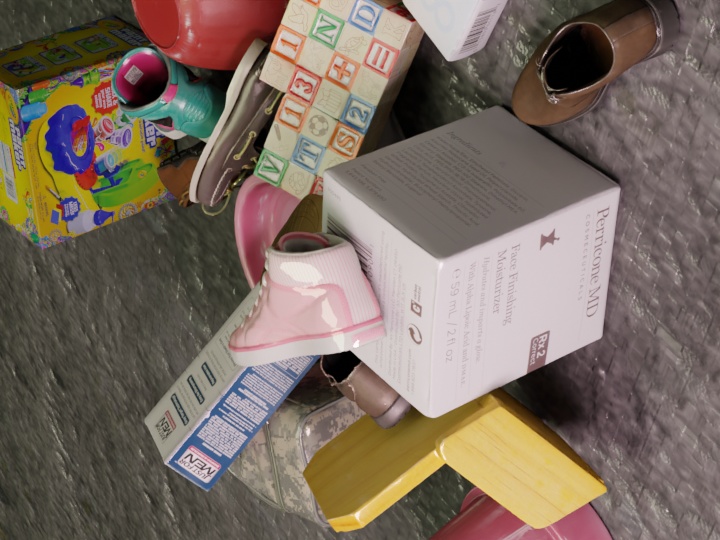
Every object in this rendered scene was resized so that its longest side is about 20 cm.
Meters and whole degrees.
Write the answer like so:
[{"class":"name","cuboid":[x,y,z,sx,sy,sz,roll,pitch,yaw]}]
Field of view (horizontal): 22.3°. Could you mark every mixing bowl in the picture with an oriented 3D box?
[{"class":"mixing bowl","cuboid":[-0.166,-0.287,1.874,0.200,0.108,0.201,35,137,41]}]

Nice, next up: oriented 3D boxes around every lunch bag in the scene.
[{"class":"lunch bag","cuboid":[-0.032,0.158,1.873,0.167,0.199,0.140,15,122,47]}]

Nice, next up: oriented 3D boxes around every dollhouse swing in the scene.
[{"class":"dollhouse swing","cuboid":[0.079,0.184,1.619,0.181,0.176,0.200,38,-178,-18]}]

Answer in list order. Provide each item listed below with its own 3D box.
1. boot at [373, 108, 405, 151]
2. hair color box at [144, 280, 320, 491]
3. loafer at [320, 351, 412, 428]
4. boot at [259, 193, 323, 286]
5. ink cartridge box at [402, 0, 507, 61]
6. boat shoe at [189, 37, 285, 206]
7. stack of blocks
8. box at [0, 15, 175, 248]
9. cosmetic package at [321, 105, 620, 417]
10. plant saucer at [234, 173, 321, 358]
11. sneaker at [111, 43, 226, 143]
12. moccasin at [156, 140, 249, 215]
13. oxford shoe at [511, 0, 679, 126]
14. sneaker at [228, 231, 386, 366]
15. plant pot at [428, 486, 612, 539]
[{"class":"boot","cuboid":[0.001,-0.171,1.725,0.200,0.073,0.096,55,141,8]},{"class":"hair color box","cuboid":[-0.119,0.107,1.793,0.060,0.200,0.100,38,-175,-27]},{"class":"loafer","cuboid":[0.000,0.079,1.656,0.071,0.073,0.200,40,177,-17]},{"class":"boot","cuboid":[0.000,0.000,1.679,0.155,0.073,0.200,21,160,-10]},{"class":"ink cartridge box","cuboid":[0.060,-0.305,1.563,0.200,0.047,0.160,53,147,19]},{"class":"boat shoe","cuboid":[-0.119,-0.140,1.866,0.059,0.072,0.201,27,121,0]},{"class":"stack of blocks","cuboid":[-0.029,-0.167,1.676,0.115,0.059,0.201,28,113,12]},{"class":"box","cuboid":[-0.330,-0.164,2.129,0.122,0.192,0.201,31,135,45]},{"class":"cosmetic package","cuboid":[0.090,-0.012,1.560,0.165,0.199,0.166,39,140,40]},{"class":"plant saucer","cuboid":[-0.054,-0.012,1.864,0.200,0.051,0.202,35,137,41]},{"class":"sneaker","cuboid":[-0.218,-0.192,1.977,0.120,0.084,0.200,31,174,-28]},{"class":"moccasin","cuboid":[-0.164,-0.106,2.027,0.201,0.074,0.078,-18,103,57]},{"class":"oxford shoe","cuboid":[0.164,-0.164,1.459,0.073,0.084,0.200,61,151,7]},{"class":"sneaker","cuboid":[-0.056,0.020,1.546,0.200,0.075,0.105,-12,98,56]},{"class":"plant pot","cuboid":[0.126,0.309,1.739,0.200,0.178,0.201,35,136,42]}]
